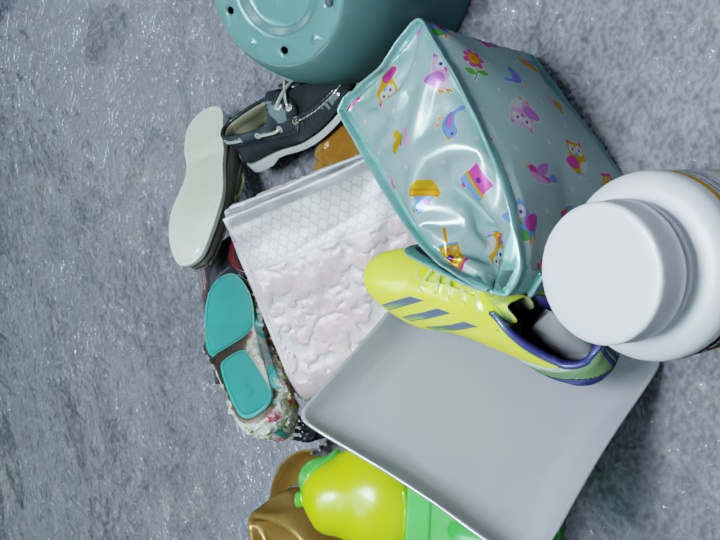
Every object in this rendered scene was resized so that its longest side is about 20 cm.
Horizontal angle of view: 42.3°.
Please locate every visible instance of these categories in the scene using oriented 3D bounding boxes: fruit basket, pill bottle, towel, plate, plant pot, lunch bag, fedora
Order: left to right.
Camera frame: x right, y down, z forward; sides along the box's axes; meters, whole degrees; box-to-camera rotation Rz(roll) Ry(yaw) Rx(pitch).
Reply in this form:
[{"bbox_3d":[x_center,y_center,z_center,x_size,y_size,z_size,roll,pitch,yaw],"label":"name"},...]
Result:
[{"bbox_3d":[-0.059,0.290,0.984,0.200,0.082,0.201,7,99,49],"label":"fedora"},{"bbox_3d":[-0.028,-0.246,0.774,0.200,0.161,0.201,13,119,26],"label":"plant pot"},{"bbox_3d":[0.000,0.000,0.806,0.199,0.032,0.192,-21,100,16],"label":"towel"},{"bbox_3d":[0.058,0.190,0.780,0.215,0.155,0.216,5,100,33],"label":"fruit basket"},{"bbox_3d":[0.091,0.094,0.697,0.199,0.200,0.032,28,149,25],"label":"plate"},{"bbox_3d":[0.103,-0.067,0.687,0.122,0.170,0.200,-42,66,34],"label":"lunch bag"},{"bbox_3d":[0.201,-0.006,0.560,0.109,0.200,0.110,8,101,48],"label":"pill bottle"}]

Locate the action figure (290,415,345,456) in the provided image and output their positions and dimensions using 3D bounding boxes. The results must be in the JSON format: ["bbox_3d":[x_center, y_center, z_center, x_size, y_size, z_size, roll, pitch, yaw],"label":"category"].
[{"bbox_3d":[-0.010,0.130,0.897,0.200,0.102,0.119,-15,79,52],"label":"action figure"}]

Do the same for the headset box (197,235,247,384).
[{"bbox_3d":[-0.100,0.032,0.998,0.200,0.075,0.149,-27,69,47],"label":"headset box"}]

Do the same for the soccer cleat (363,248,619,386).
[{"bbox_3d":[0.091,0.023,0.674,0.200,0.084,0.065,22,79,20],"label":"soccer cleat"}]

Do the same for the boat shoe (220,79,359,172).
[{"bbox_3d":[-0.075,-0.158,0.946,0.200,0.060,0.076,-26,34,45],"label":"boat shoe"}]

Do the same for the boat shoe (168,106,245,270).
[{"bbox_3d":[-0.161,-0.085,1.020,0.072,0.060,0.202,-14,56,26],"label":"boat shoe"}]

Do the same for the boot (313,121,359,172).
[{"bbox_3d":[0.016,-0.127,0.864,0.144,0.071,0.202,44,113,54],"label":"boot"}]

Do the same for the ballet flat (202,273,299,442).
[{"bbox_3d":[-0.106,0.087,0.891,0.075,0.064,0.200,-30,43,8],"label":"ballet flat"}]
